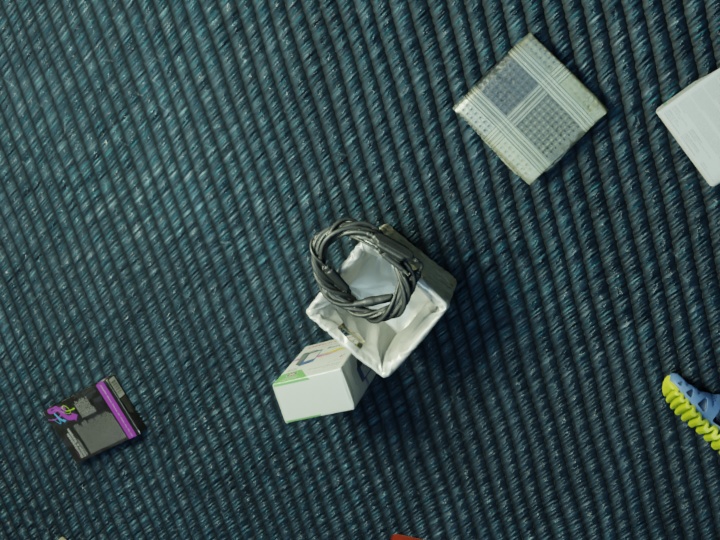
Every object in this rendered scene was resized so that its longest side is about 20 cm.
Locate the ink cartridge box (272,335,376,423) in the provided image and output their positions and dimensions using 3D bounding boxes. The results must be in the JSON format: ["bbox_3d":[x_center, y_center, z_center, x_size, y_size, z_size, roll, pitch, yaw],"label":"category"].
[{"bbox_3d":[-0.061,0.201,1.734,0.145,0.200,0.088,-15,100,20],"label":"ink cartridge box"}]

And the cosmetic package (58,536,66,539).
[{"bbox_3d":[-0.679,0.745,2.156,0.200,0.071,0.105,40,114,-1],"label":"cosmetic package"}]

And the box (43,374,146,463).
[{"bbox_3d":[-0.593,0.333,2.013,0.200,0.036,0.143,-26,99,20],"label":"box"}]

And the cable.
[{"bbox_3d":[0.000,0.000,1.563,0.200,0.051,0.163,28,117,1],"label":"cable"}]

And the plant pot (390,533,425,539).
[{"bbox_3d":[0.134,0.695,1.860,0.199,0.176,0.200,8,111,13],"label":"plant pot"}]

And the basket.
[{"bbox_3d":[0.046,0.047,1.672,0.198,0.161,0.200,39,114,0],"label":"basket"}]

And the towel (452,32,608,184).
[{"bbox_3d":[0.295,-0.277,1.569,0.200,0.035,0.193,46,110,-1],"label":"towel"}]

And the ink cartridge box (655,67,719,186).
[{"bbox_3d":[0.615,-0.259,1.479,0.200,0.050,0.161,-36,96,18],"label":"ink cartridge box"}]

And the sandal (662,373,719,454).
[{"bbox_3d":[0.636,0.255,1.638,0.200,0.079,0.087,44,82,3],"label":"sandal"}]
